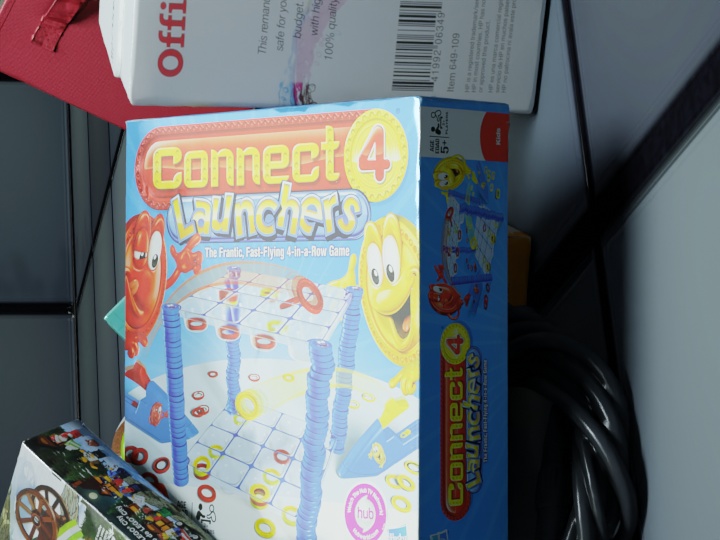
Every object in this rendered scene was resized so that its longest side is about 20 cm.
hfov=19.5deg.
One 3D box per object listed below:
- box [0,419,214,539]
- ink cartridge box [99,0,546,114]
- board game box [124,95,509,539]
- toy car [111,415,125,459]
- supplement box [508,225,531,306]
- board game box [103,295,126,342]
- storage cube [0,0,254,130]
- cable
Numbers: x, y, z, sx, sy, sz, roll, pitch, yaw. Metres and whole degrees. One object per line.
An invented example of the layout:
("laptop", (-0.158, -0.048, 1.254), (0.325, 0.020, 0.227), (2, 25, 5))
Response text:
("box", (-0.124, 0.189, 0.983), (0.137, 0.038, 0.200), (38, 125, 26))
("ink cartridge box", (-0.022, -0.167, 1.032), (0.146, 0.200, 0.147), (-120, 33, -65))
("board game box", (-0.024, 0.026, 0.936), (0.200, 0.056, 0.196), (-1, 89, 46))
("toy car", (-0.081, 0.069, 1.434), (0.164, 0.158, 0.200), (104, 175, -75))
("supplement box", (0.000, 0.000, 1.101), (0.200, 0.126, 0.074), (-147, 58, -73))
("board game box", (-0.039, 0.089, 1.100), (0.200, 0.045, 0.152), (43, 175, 9))
("storage cube", (-0.134, -0.203, 1.401), (0.171, 0.180, 0.200), (-57, 19, 26))
("cable", (0.050, 0.116, 0.938), (0.163, 0.051, 0.200), (35, 100, 48))
